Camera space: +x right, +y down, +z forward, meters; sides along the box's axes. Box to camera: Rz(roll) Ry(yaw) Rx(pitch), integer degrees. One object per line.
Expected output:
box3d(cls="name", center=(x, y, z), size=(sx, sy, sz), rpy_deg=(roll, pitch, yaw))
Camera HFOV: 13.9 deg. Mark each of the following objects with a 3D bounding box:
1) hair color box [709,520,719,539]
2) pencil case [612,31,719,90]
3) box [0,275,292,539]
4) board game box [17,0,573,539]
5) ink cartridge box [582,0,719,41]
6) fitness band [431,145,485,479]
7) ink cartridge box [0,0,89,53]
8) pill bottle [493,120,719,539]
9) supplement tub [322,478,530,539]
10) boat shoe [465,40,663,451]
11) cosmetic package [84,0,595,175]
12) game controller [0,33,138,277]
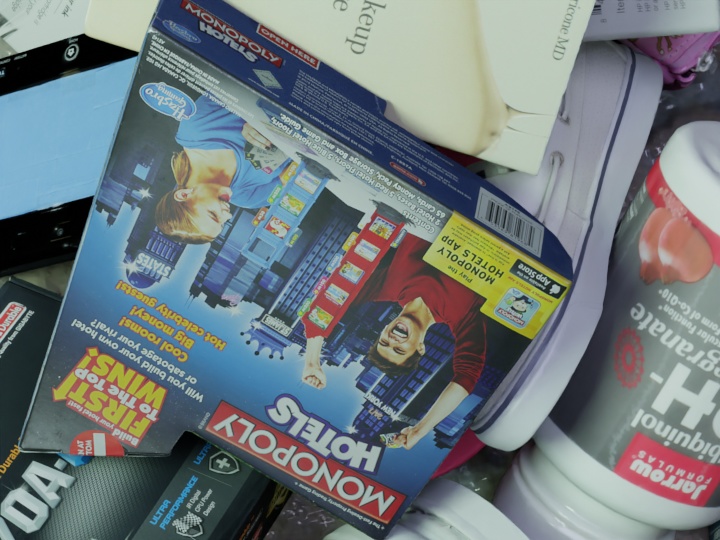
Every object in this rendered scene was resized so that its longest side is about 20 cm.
box3d(cls="hair color box", center=(0.219, 0.045, 1.396), size=(0.099, 0.061, 0.201), rpy_deg=(5, 72, -10))
box3d(cls="pencil case", center=(0.182, -0.171, 1.374), size=(0.200, 0.083, 0.087), rpy_deg=(-45, 102, -5))
box3d(cls="box", center=(-0.127, 0.100, 1.265), size=(0.158, 0.046, 0.200), rpy_deg=(21, 41, 12))
box3d(cls="board game box", center=(-0.046, 0.015, 1.226), size=(0.199, 0.200, 0.062), rpy_deg=(31, 27, -9))
box3d(cls="ink cartridge box", center=(0.053, -0.176, 1.277), size=(0.199, 0.084, 0.145), rpy_deg=(-3, 114, 9))
box3d(cls="fitness band", center=(0.000, 0.000, 1.345), size=(0.143, 0.037, 0.201), rpy_deg=(-13, 93, 11))
box3d(cls="ink cartridge box", center=(-0.123, -0.153, 1.363), size=(0.200, 0.116, 0.068), rpy_deg=(43, 43, 4))
box3d(cls="pill bottle", center=(0.140, 0.043, 1.312), size=(0.110, 0.111, 0.201), rpy_deg=(29, 114, 0))
box3d(cls="supplement tub", center=(-0.004, 0.198, 1.265), size=(0.200, 0.145, 0.145), rpy_deg=(-40, 83, -18))
box3d(cls="boat shoe", center=(0.072, -0.021, 1.285), size=(0.070, 0.071, 0.201), rpy_deg=(26, 67, -16))
box3d(cls="cosmetic package", center=(-0.003, -0.124, 1.223), size=(0.199, 0.104, 0.073), rpy_deg=(17, 29, 1))
box3d(cls="game controller", center=(-0.126, -0.056, 1.320), size=(0.199, 0.042, 0.105), rpy_deg=(-13, 73, 33))
